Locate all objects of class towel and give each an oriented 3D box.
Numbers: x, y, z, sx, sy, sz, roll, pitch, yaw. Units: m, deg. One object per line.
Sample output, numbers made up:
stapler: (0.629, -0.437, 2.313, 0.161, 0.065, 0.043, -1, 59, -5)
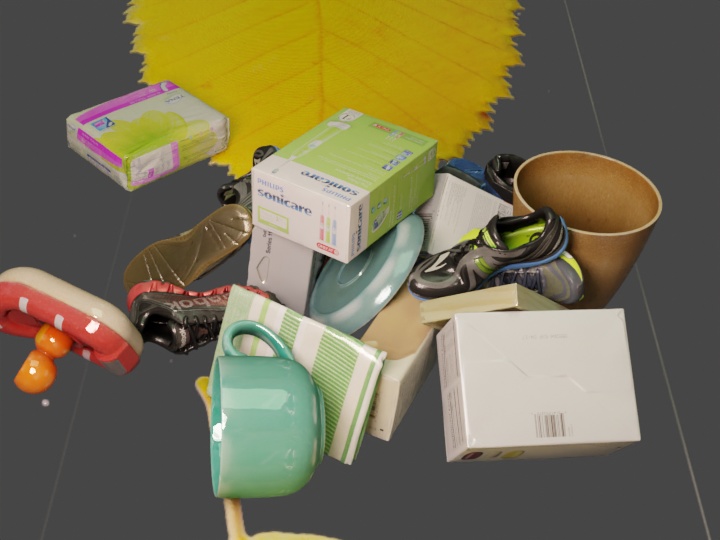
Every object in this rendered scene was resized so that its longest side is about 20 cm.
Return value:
towel: (-0.077, 0.120, 1.439, 0.200, 0.153, 0.023, 23, 21, 18)

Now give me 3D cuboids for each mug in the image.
mug: (-0.100, 0.154, 1.362, 0.114, 0.185, 0.152, 2, 6, -11)

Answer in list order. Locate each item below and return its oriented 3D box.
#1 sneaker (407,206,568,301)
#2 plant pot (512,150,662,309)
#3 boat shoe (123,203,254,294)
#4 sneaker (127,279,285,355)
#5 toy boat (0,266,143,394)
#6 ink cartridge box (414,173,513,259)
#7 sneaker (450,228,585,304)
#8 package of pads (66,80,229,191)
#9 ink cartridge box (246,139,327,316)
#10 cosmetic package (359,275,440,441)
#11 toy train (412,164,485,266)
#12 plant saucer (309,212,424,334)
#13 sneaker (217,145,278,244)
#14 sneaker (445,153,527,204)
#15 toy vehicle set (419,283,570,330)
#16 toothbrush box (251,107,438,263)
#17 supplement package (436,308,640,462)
sneaker: (0.145, -0.025, 1.469, 0.200, 0.083, 0.071, -22, 53, 4)
plant pot: (0.275, -0.023, 1.622, 0.186, 0.200, 0.186, 4, 39, -3)
boat shoe: (-0.212, -0.020, 1.610, 0.072, 0.201, 0.066, 62, 18, 10)
sneaker: (-0.194, 0.063, 1.548, 0.200, 0.071, 0.098, 3, 35, -1)
toy boat: (-0.366, 0.086, 1.480, 0.200, 0.131, 0.131, 23, 70, 20)
ink cartridge box: (0.157, -0.045, 1.668, 0.200, 0.109, 0.050, 22, -11, -38)
sneaker: (0.184, 0.008, 1.530, 0.200, 0.074, 0.081, 14, 35, 41)
package of pads: (-0.314, -0.206, 1.873, 0.154, 0.068, 0.200, 34, 46, 31)
ink cartridge box: (-0.083, -0.056, 1.656, 0.083, 0.147, 0.200, 14, 40, 5)
cosmetic package: (0.047, 0.099, 1.515, 0.071, 0.105, 0.200, 20, 39, 14)
toy train: (0.089, -0.060, 1.710, 0.087, 0.114, 0.200, 29, 44, 27)
plant saucer: (0.000, 0.000, 1.577, 0.027, 0.200, 0.200, 40, 32, -22)
sneaker: (-0.157, -0.117, 1.769, 0.083, 0.071, 0.200, 14, 41, -1)
sneaker: (0.196, -0.137, 1.825, 0.077, 0.111, 0.200, -14, 42, -24)
toy vehicle set: (0.172, 0.058, 1.503, 0.124, 0.200, 0.027, -12, 72, 28)
toothbrush box: (-0.018, -0.110, 1.542, 0.146, 0.086, 0.200, 22, 38, 26)
supplement package: (0.200, 0.133, 1.436, 0.200, 0.111, 0.156, -1, 74, -9)
